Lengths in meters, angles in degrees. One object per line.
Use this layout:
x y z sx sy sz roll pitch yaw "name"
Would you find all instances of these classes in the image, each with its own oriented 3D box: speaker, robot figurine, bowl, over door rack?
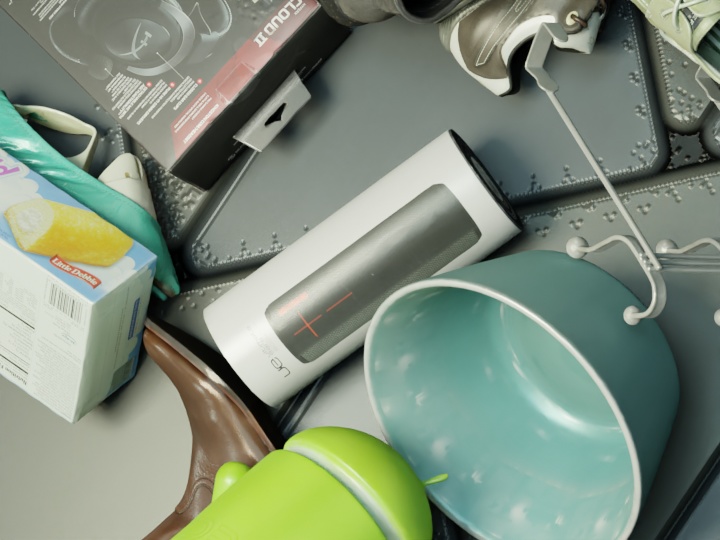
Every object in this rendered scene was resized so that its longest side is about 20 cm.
0.000 0.000 1.601 0.200 0.081 0.081 -35 74 8 "speaker"
-0.040 0.173 1.509 0.200 0.116 0.175 -41 39 -24 "robot figurine"
0.111 0.067 1.517 0.201 0.201 0.105 36 51 18 "bowl"
0.188 -0.050 1.513 0.067 0.148 0.200 -52 47 44 "over door rack"

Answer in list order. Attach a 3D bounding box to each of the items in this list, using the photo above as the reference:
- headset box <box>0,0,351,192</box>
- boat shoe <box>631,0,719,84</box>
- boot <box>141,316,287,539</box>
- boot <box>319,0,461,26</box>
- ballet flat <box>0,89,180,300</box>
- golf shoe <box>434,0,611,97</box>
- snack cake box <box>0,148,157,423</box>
-0.117 -0.162 1.662 0.200 0.077 0.149 43 95 17 "headset box"
0.212 -0.159 1.513 0.200 0.062 0.072 39 120 3 "boat shoe"
-0.130 0.156 1.626 0.186 0.064 0.200 44 99 16 "boot"
0.067 -0.227 1.573 0.070 0.132 0.200 39 76 -25 "boot"
-0.185 -0.060 1.675 0.200 0.067 0.070 34 78 16 "ballet flat"
0.141 -0.188 1.595 0.200 0.078 0.095 -36 77 19 "golf shoe"
-0.235 -0.005 1.649 0.200 0.067 0.115 34 137 18 "snack cake box"
